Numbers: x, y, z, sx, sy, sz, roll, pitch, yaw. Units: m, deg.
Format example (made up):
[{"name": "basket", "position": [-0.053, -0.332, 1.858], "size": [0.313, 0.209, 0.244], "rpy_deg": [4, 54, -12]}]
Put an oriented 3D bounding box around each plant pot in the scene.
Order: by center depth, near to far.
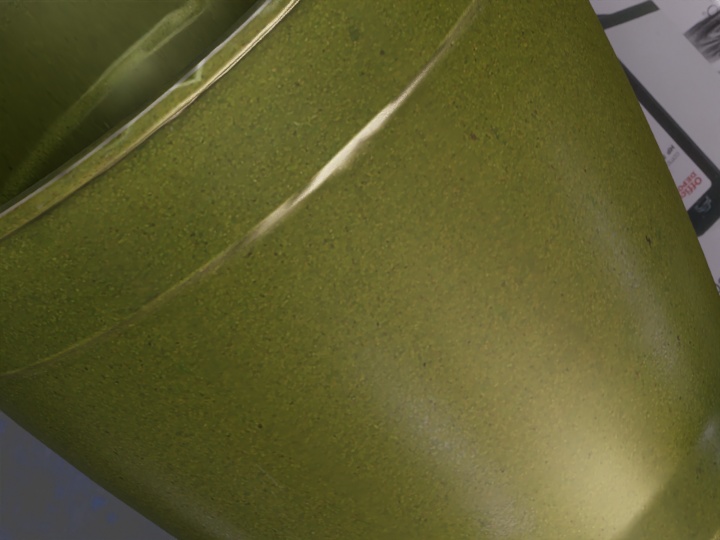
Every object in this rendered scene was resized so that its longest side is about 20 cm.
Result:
[{"name": "plant pot", "position": [0.000, 0.000, 0.706], "size": [0.200, 0.200, 0.193], "rpy_deg": [-42, 111, -4]}]

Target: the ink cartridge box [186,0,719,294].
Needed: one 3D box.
[{"name": "ink cartridge box", "position": [0.065, -0.043, 0.809], "size": [0.146, 0.084, 0.200], "rpy_deg": [-39, 99, 28]}]
